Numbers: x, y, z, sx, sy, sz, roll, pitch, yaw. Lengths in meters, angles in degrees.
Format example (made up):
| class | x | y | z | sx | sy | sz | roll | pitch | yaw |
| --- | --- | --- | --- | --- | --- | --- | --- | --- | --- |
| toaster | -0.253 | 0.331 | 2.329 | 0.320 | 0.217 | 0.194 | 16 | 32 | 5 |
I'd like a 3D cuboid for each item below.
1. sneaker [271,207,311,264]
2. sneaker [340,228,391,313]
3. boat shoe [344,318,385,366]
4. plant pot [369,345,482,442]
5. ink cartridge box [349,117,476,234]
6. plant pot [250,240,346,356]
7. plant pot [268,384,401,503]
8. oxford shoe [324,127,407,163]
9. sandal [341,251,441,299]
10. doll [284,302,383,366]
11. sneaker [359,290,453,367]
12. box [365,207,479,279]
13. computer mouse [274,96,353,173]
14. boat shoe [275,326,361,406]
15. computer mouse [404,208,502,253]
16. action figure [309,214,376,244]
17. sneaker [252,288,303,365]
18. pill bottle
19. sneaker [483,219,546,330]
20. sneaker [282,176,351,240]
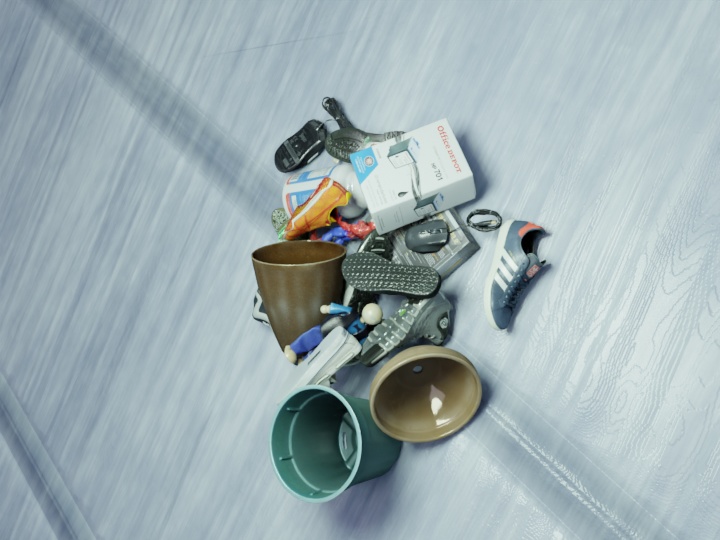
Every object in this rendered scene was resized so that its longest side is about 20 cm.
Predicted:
| class | x | y | z | sx | sy | sz | roll | pitch | yaw |
| --- | --- | --- | --- | --- | --- | --- | --- | --- | --- |
| sneaker | -0.147 | -0.068 | 1.707 | 0.077 | 0.088 | 0.200 | -47 | 57 | 17 |
| sneaker | 0.000 | 0.000 | 1.568 | 0.080 | 0.073 | 0.201 | 57 | 137 | 45 |
| boat shoe | 0.000 | 0.139 | 1.570 | 0.201 | 0.060 | 0.073 | -20 | 68 | 30 |
| plant pot | 0.109 | 0.202 | 1.422 | 0.201 | 0.200 | 0.093 | -46 | 28 | 18 |
| ink cartridge box | 0.098 | -0.177 | 1.492 | 0.199 | 0.086 | 0.147 | -22 | 60 | 2 |
| plant pot | -0.115 | 0.060 | 1.572 | 0.186 | 0.186 | 0.202 | 9 | 110 | 36 |
| plant pot | -0.033 | 0.313 | 1.464 | 0.199 | 0.196 | 0.202 | -5 | 80 | 31 |
| oxford shoe | 0.023 | -0.248 | 1.628 | 0.198 | 0.084 | 0.073 | 9 | 93 | 21 |
| sandal | 0.054 | 0.019 | 1.459 | 0.199 | 0.048 | 0.076 | 14 | 70 | 27 |
| doll | -0.041 | 0.124 | 1.503 | 0.199 | 0.137 | 0.049 | -34 | 25 | 15 |
| sneaker | 0.098 | 0.123 | 1.466 | 0.200 | 0.115 | 0.075 | -47 | 29 | 0 |
| box | 0.116 | -0.073 | 1.546 | 0.158 | 0.048 | 0.201 | -42 | 58 | 19 |
| computer mouse | -0.091 | -0.268 | 1.747 | 0.200 | 0.046 | 0.141 | -45 | 62 | 13 |
| boat shoe | -0.075 | 0.193 | 1.475 | 0.200 | 0.070 | 0.071 | -47 | 17 | 14 |
| computer mouse | 0.164 | -0.075 | 1.461 | 0.199 | 0.034 | 0.059 | -16 | 69 | 31 |
| action figure | -0.026 | -0.078 | 1.604 | 0.199 | 0.065 | 0.052 | -6 | 62 | 53 |
| sneaker | -0.171 | 0.107 | 1.698 | 0.200 | 0.079 | 0.129 | 63 | 157 | -5 |
| pill bottle | -0.054 | -0.158 | 1.648 | 0.199 | 0.112 | 0.113 | -5 | 76 | 35 |
| sneaker | 0.276 | 0.008 | 1.396 | 0.084 | 0.075 | 0.202 | 6 | 82 | 40 |
| sneaker | -0.092 | -0.105 | 1.586 | 0.200 | 0.077 | 0.073 | -36 | 23 | 47 |
